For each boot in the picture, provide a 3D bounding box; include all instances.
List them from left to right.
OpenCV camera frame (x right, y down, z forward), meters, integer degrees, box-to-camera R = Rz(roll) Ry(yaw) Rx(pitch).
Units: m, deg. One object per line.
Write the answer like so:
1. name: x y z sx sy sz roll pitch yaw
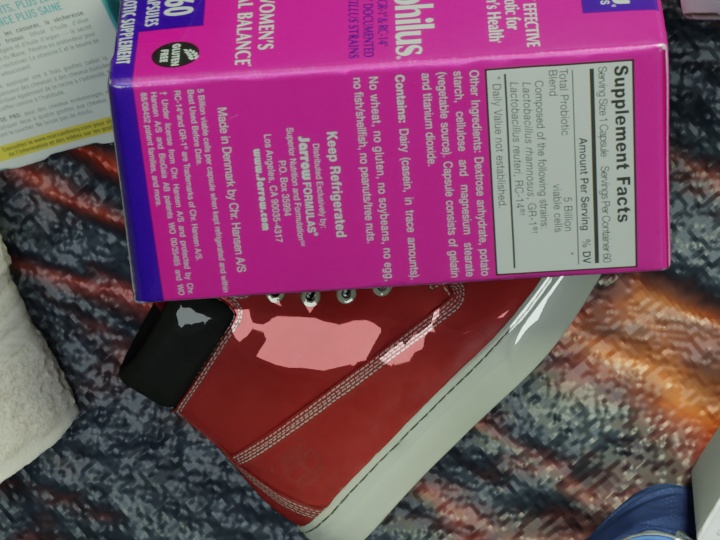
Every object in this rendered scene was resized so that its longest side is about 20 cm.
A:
1. boot: 0.000 0.000 1.086 0.144 0.072 0.200 40 104 -10

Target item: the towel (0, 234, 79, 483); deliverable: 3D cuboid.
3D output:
1. towel: -0.204 0.052 1.069 0.034 0.200 0.133 6 125 46

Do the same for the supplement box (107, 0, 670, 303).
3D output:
1. supplement box: 0.013 -0.061 1.013 0.198 0.101 0.104 -3 126 1

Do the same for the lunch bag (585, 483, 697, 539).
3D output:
1. lunch bag: 0.136 0.184 1.081 0.200 0.132 0.136 39 101 -2

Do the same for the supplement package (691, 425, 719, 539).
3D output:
1. supplement package: 0.240 0.101 1.065 0.199 0.114 0.110 33 101 1

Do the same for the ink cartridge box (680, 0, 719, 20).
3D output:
1. ink cartridge box: 0.193 -0.205 1.003 0.195 0.043 0.201 -12 99 -27

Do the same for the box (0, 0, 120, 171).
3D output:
1. box: -0.145 -0.133 1.045 0.082 0.049 0.201 -13 130 13
